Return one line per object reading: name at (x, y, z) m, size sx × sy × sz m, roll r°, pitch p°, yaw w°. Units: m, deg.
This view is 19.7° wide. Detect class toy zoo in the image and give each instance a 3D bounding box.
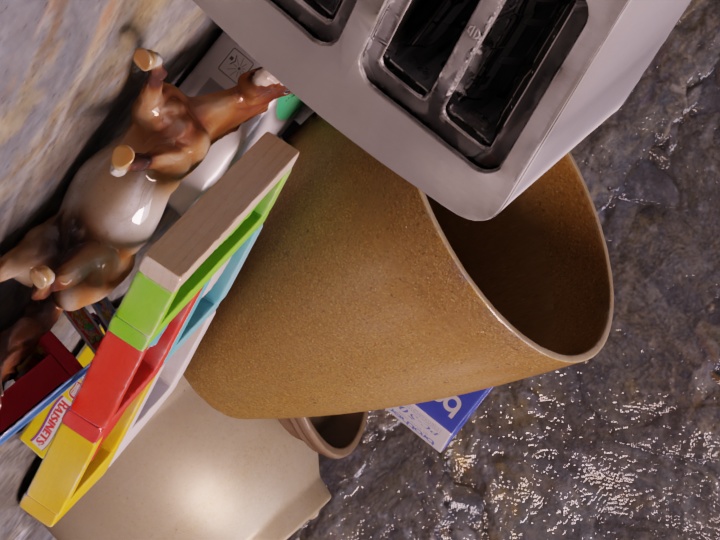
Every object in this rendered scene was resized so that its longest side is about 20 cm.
toy zoo at (-0.100, 0.038, 0.980) m, size 0.200 × 0.020 × 0.131 m, roll -60°, pitch 175°, yaw 35°

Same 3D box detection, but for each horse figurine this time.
horse figurine at (-0.113, -0.027, 0.927) m, size 0.200 × 0.050 × 0.133 m, roll -52°, pitch 172°, yaw 8°

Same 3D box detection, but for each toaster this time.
toaster at (0.038, -0.140, 0.810) m, size 0.119 × 0.181 × 0.200 m, roll -42°, pitch 168°, yaw -40°

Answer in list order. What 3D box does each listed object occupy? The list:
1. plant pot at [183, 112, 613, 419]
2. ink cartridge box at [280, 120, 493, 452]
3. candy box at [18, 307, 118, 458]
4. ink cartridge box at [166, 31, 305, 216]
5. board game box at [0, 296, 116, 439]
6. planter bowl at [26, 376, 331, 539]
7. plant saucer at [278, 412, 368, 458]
plant pot at (0.000, 0.000, 1.086) m, size 0.200 × 0.187 × 0.186 m, roll -28°, pitch -174°, yaw 29°
ink cartridge box at (0.000, 0.006, 1.217) m, size 0.094 × 0.200 × 0.044 m, roll -49°, pitch 173°, yaw -19°
candy box at (-0.134, 0.047, 1.288) m, size 0.102 × 0.026 × 0.200 m, roll -50°, pitch 174°, yaw 22°
ink cartridge box at (-0.038, -0.097, 1.081) m, size 0.161 × 0.050 × 0.200 m, roll -51°, pitch 171°, yaw 4°
board game box at (-0.181, 0.065, 1.003) m, size 0.158 × 0.039 × 0.200 m, roll -39°, pitch -178°, yaw 23°
planter bowl at (-0.105, 0.140, 1.374) m, size 0.200 × 0.135 × 0.200 m, roll -42°, pitch 176°, yaw -3°
plant saucer at (-0.034, 0.022, 1.338) m, size 0.029 × 0.201 × 0.200 m, roll -7°, pitch -174°, yaw 15°
